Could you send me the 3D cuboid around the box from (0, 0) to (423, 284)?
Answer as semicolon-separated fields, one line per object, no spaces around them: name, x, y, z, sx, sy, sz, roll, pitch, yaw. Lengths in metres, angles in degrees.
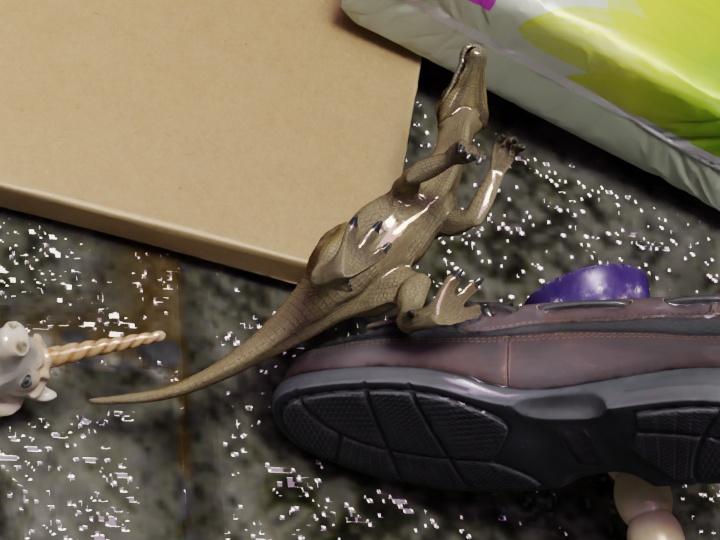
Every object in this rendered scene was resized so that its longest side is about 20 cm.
box;-0.076;-0.082;1.167;0.200;0.021;0.164;15;58;-8

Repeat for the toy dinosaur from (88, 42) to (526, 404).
toy dinosaur;0.000;0.000;1.080;0.200;0.101;0.058;-45;106;-15

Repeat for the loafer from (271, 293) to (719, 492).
loafer;0.068;0.040;1.080;0.200;0.072;0.063;0;51;22

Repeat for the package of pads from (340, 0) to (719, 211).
package of pads;0.108;-0.129;1.209;0.200;0.068;0.155;28;54;-8

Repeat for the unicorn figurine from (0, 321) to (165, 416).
unicorn figurine;-0.173;0.064;1.013;0.074;0.137;0.200;25;76;29

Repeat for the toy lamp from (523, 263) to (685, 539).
toy lamp;0.107;0.097;1.100;0.058;0.058;0.200;-5;60;-19
